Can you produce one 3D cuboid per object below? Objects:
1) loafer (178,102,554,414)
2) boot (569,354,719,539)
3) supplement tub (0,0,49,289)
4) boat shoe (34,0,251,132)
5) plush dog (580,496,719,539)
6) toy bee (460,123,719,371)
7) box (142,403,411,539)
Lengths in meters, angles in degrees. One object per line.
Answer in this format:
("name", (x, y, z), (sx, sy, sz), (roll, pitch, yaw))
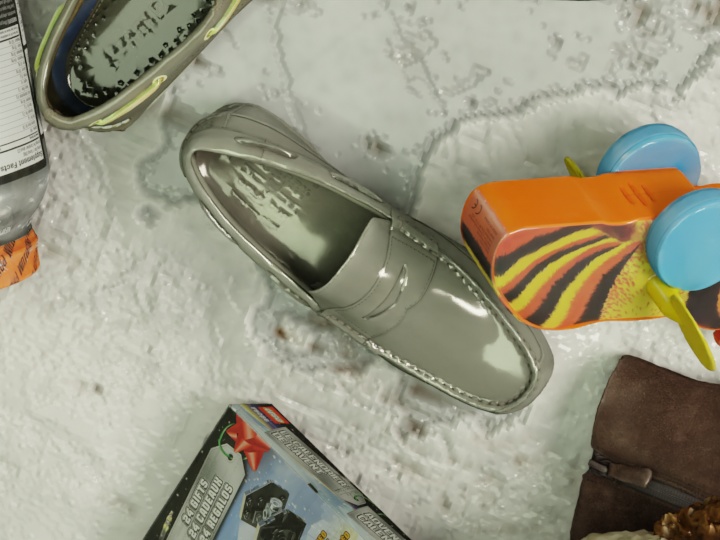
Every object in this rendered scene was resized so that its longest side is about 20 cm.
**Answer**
("loafer", (0.000, 0.000, 1.080), (0.200, 0.070, 0.070), (35, 108, 1))
("boot", (0.175, 0.147, 1.074), (0.166, 0.072, 0.200), (11, 94, 23))
("supplement tub", (-0.210, -0.089, 1.073), (0.122, 0.123, 0.200), (-6, 102, 13))
("boat shoe", (-0.075, -0.141, 1.065), (0.072, 0.060, 0.202), (40, 108, -1))
("plush dog", (0.130, 0.188, 1.008), (0.200, 0.160, 0.172), (-28, 65, 4))
("toy bee", (0.142, -0.002, 1.034), (0.200, 0.131, 0.109), (0, 129, 0))
("box", (-0.059, 0.182, 1.126), (0.137, 0.040, 0.200), (43, 110, 26))
